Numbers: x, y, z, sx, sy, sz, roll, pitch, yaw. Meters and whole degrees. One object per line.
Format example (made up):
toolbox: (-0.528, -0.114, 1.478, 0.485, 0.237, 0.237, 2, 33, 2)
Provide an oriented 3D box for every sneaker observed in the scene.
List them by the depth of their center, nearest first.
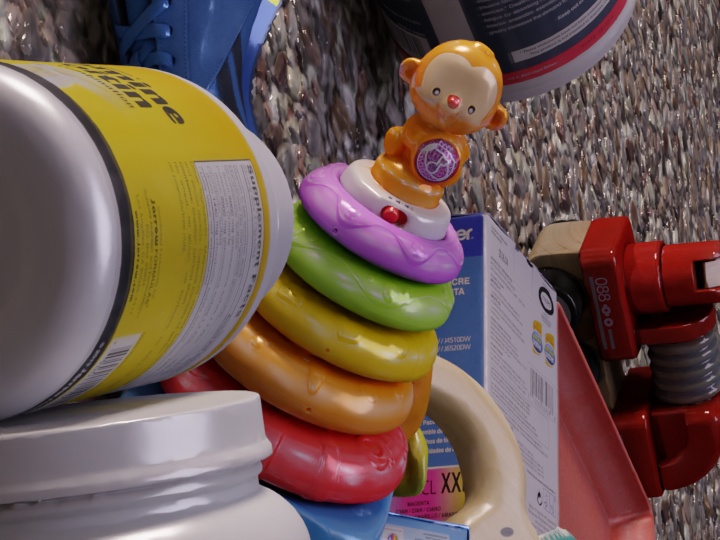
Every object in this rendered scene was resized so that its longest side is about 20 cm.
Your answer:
sneaker: (-0.078, -0.083, 0.955, 0.078, 0.066, 0.200, 41, 46, -42)

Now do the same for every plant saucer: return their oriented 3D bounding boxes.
plant saucer: (0.132, 0.155, 1.409, 0.200, 0.037, 0.200, -86, 156, -48)

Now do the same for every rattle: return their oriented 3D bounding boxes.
rattle: (0.069, 0.103, 1.083, 0.200, 0.143, 0.130, 40, 41, -9)

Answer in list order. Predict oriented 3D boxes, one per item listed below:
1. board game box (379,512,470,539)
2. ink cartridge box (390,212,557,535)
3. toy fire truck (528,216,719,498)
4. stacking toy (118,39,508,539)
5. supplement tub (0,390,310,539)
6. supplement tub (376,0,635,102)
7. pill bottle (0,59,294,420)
board game box: (-0.022, 0.192, 0.956, 0.151, 0.037, 0.200, 15, 66, -36)
ink cartridge box: (0.053, 0.056, 1.254, 0.136, 0.076, 0.200, 44, 46, -62)
toy fire truck: (0.215, 0.043, 1.535, 0.129, 0.200, 0.176, -59, 138, -60)
stacking toy: (0.000, 0.000, 0.920, 0.200, 0.116, 0.110, -60, -178, 19)
supplement tub: (-0.080, 0.144, 0.740, 0.145, 0.144, 0.201, -11, 94, -71)
supplement tub: (0.058, -0.198, 1.248, 0.200, 0.140, 0.141, 63, 28, -46)
pill bottle: (-0.094, -0.014, 0.798, 0.200, 0.112, 0.112, -11, 94, -71)
